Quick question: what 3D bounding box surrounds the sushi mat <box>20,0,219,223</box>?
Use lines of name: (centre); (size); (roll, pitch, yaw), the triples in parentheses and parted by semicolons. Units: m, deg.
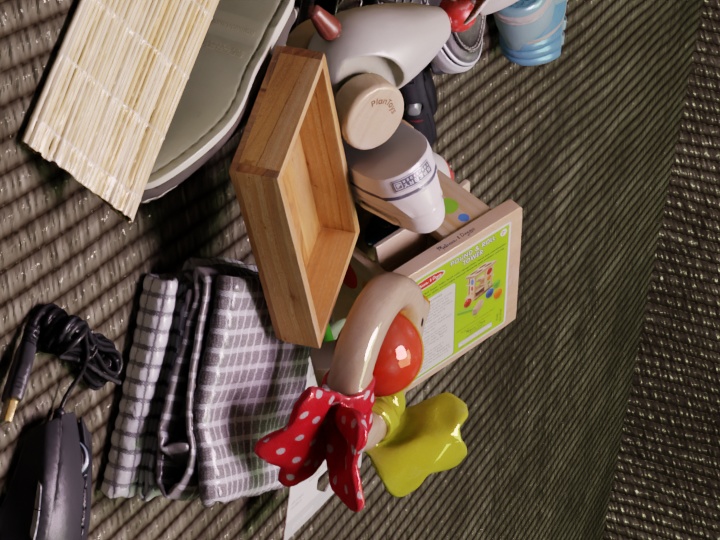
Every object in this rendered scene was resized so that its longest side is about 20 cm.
sushi mat: (-0.129, -0.138, 1.167); (0.096, 0.012, 0.201); (36, 66, -42)

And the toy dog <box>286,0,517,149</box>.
toy dog: (0.029, -0.179, 1.345); (0.200, 0.131, 0.097); (-54, 148, -24)

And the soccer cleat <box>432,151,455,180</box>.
soccer cleat: (0.042, -0.011, 1.830); (0.085, 0.068, 0.201); (-9, 110, -63)

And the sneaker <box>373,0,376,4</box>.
sneaker: (0.063, -0.280, 1.655); (0.080, 0.077, 0.201); (68, 38, -48)

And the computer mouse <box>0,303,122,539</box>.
computer mouse: (-0.186, 0.121, 1.196); (0.141, 0.046, 0.201); (65, 42, -67)

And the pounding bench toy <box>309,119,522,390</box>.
pounding bench toy: (0.000, 0.000, 1.564); (0.200, 0.156, 0.125); (-32, 142, -27)

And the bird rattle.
bird rattle: (-0.001, 0.080, 1.410); (0.200, 0.112, 0.164); (18, 86, -64)

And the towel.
towel: (-0.093, 0.077, 1.402); (0.200, 0.085, 0.167); (-1, 104, -73)

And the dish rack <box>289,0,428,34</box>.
dish rack: (0.007, -0.221, 1.475); (0.200, 0.054, 0.154); (3, 100, -57)

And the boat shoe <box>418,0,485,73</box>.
boat shoe: (0.077, -0.258, 1.581); (0.072, 0.071, 0.201); (-11, 97, -45)

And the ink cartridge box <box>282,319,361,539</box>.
ink cartridge box: (-0.037, 0.112, 1.696); (0.200, 0.043, 0.174); (-36, 138, -66)

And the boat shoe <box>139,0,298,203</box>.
boat shoe: (-0.097, -0.108, 1.254); (0.202, 0.071, 0.061); (-58, 164, -34)

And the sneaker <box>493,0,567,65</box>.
sneaker: (0.191, -0.296, 2.060); (0.200, 0.079, 0.131); (-56, 154, -28)

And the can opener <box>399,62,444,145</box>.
can opener: (0.052, -0.154, 1.741); (0.200, 0.078, 0.064); (86, 14, -70)

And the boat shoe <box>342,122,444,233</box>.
boat shoe: (0.001, -0.084, 1.419); (0.072, 0.200, 0.066); (-36, 126, -15)

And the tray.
tray: (-0.041, -0.044, 1.307); (0.200, 0.037, 0.099); (77, 27, -56)
